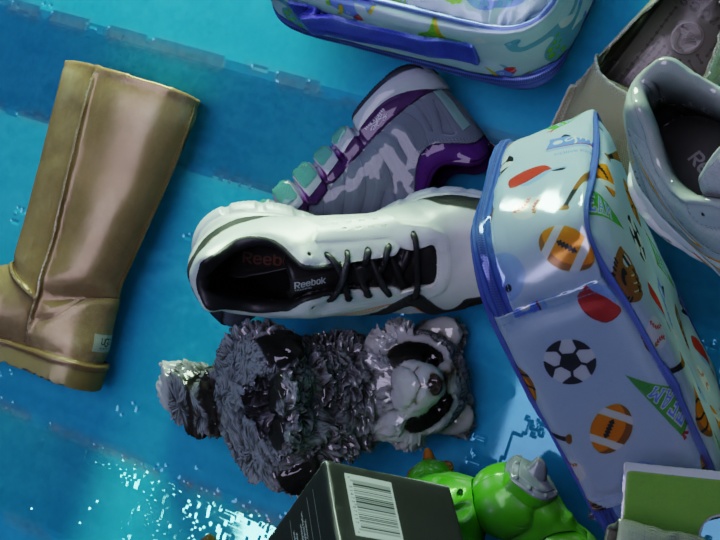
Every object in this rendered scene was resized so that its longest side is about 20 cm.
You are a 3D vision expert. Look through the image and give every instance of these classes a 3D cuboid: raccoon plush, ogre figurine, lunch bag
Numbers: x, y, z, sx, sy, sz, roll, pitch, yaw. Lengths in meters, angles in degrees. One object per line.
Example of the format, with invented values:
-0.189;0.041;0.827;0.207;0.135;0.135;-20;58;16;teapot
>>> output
-0.023;0.058;0.871;0.200;0.134;0.097;25;120;53;raccoon plush
0.048;0.165;0.794;0.199;0.098;0.120;-6;109;32;ogre figurine
0.124;0.028;0.734;0.075;0.160;0.201;-19;113;19;lunch bag
0.043;-0.195;0.837;0.199;0.082;0.161;16;74;22;lunch bag

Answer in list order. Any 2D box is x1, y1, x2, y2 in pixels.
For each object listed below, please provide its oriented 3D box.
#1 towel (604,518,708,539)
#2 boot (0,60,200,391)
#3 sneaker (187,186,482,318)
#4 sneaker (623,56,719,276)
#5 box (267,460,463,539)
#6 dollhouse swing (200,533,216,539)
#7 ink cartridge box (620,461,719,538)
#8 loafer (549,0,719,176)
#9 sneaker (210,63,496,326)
0.173;0.222;0.624;0.199;0.035;0.193;16;86;-8;towel
-0.210;-0.040;0.957;0.174;0.066;0.201;17;92;11;boot
0.000;0.000;0.800;0.199;0.080;0.074;-4;106;7;sneaker
0.174;-0.012;0.594;0.076;0.092;0.200;-46;57;0;sneaker
-0.002;0.213;0.668;0.141;0.079;0.200;-53;34;34;box
-0.162;0.279;0.839;0.200;0.176;0.182;-37;72;16;dollhouse swing
0.169;0.194;0.680;0.147;0.076;0.201;7;86;-9;ink cartridge box
0.145;-0.086;0.804;0.076;0.068;0.200;33;97;23;loafer
-0.005;-0.025;0.862;0.088;0.074;0.200;46;102;16;sneaker
